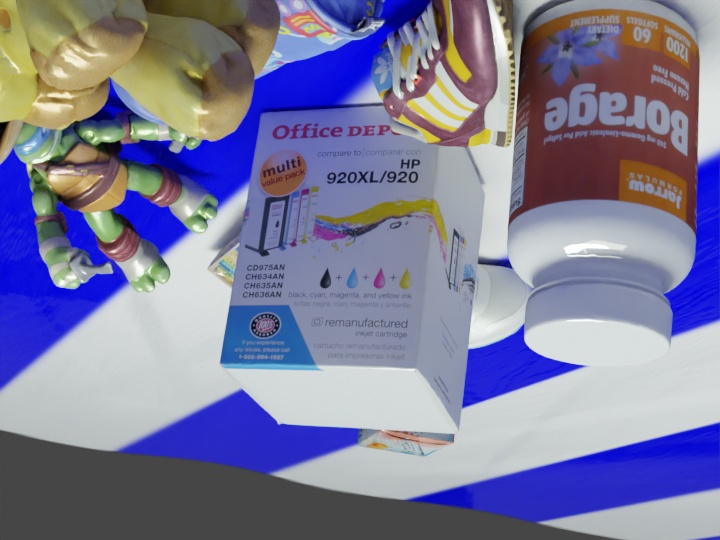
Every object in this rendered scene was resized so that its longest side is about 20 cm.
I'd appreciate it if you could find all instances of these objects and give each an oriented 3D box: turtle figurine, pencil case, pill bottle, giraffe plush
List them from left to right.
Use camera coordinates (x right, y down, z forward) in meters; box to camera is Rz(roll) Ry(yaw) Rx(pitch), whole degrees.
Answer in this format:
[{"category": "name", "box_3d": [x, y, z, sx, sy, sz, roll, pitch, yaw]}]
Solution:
[{"category": "giraffe plush", "box_3d": [-0.161, -0.127, 0.671, 0.199, 0.174, 0.162, 36, 130, -22]}, {"category": "turtle figurine", "box_3d": [-0.167, -0.045, 0.991, 0.198, 0.145, 0.194, 3, 163, 21]}, {"category": "pencil case", "box_3d": [-0.066, -0.147, 0.781, 0.086, 0.079, 0.199, 14, 159, -39]}, {"category": "pill bottle", "box_3d": [0.145, -0.051, 0.793, 0.111, 0.202, 0.112, 5, 160, 2]}]

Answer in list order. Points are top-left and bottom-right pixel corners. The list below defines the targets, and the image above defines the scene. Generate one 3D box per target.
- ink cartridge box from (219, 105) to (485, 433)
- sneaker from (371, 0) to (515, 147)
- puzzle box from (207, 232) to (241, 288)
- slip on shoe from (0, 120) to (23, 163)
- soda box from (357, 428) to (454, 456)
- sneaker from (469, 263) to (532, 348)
[{"category": "ink cartridge box", "box_3d": [0.000, 0.000, 0.975, 0.146, 0.202, 0.145, 0, 157, 17]}, {"category": "sneaker", "box_3d": [0.048, -0.127, 0.803, 0.089, 0.076, 0.200, -1, 158, 6]}, {"category": "puzzle box", "box_3d": [-0.042, 0.040, 1.199, 0.199, 0.026, 0.133, 39, 160, -8]}, {"category": "slip on shoe", "box_3d": [-0.231, -0.125, 0.818, 0.075, 0.061, 0.200, 9, 159, -19]}, {"category": "soda box", "box_3d": [0.045, 0.045, 1.078, 0.063, 0.202, 0.068, 12, 161, -15]}, {"category": "sneaker", "box_3d": [0.059, 0.020, 1.191, 0.198, 0.077, 0.081, 2, 157, 7]}]
